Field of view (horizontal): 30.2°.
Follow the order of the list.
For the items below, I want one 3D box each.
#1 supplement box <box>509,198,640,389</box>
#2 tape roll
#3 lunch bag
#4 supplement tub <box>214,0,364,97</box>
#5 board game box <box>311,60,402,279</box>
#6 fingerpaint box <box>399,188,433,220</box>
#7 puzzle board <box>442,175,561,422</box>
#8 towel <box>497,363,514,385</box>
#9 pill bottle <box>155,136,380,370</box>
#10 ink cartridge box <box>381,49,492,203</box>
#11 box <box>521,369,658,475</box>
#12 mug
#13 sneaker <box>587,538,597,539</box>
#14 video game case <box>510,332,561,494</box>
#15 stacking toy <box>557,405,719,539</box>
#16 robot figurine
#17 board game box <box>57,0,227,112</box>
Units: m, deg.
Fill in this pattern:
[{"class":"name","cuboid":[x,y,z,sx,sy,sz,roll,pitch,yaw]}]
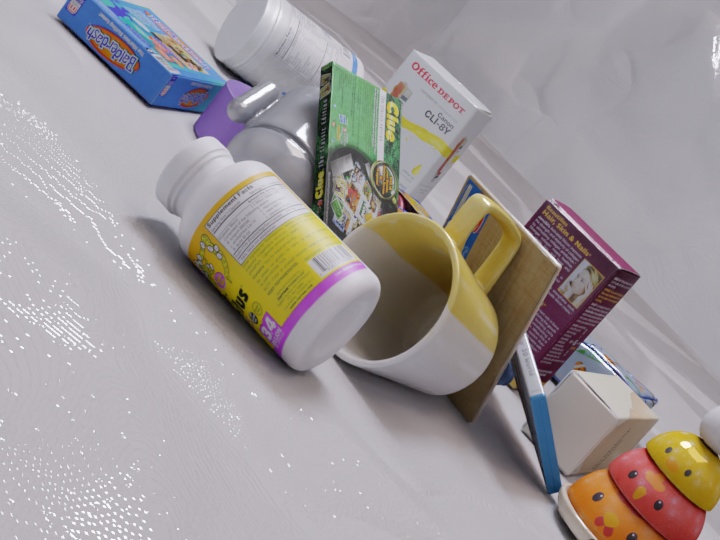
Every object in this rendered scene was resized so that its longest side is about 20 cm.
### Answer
[{"class":"supplement box","cuboid":[0.226,0.033,1.654,0.131,0.200,0.103,47,14,24]},{"class":"tape roll","cuboid":[-0.096,-0.131,1.547,0.199,0.066,0.200,40,12,-10]},{"class":"lunch bag","cuboid":[0.325,0.143,1.876,0.200,0.076,0.160,47,11,25]},{"class":"supplement tub","cuboid":[-0.103,-0.311,1.976,0.199,0.132,0.132,33,15,-30]},{"class":"board game box","cuboid":[-0.002,-0.098,1.328,0.104,0.023,0.203,23,60,-37]},{"class":"fingerpaint box","cuboid":[0.035,-0.049,1.644,0.166,0.074,0.201,32,16,-36]},{"class":"puzzle board","cuboid":[0.115,0.029,1.350,0.017,0.202,0.151,-1,39,-39]},{"class":"towel","cuboid":[0.088,0.055,1.510,0.199,0.049,0.112,37,16,-25]},{"class":"pill bottle","cuboid":[-0.083,-0.019,1.120,0.200,0.105,0.104,45,13,17]},{"class":"ink cartridge box","cuboid":[0.079,-0.210,2.025,0.145,0.201,0.083,44,13,16]},{"class":"box","cuboid":[0.270,0.177,1.549,0.078,0.095,0.199,46,15,22]},{"class":"mug","cuboid":[0.073,0.039,1.259,0.153,0.185,0.151,39,34,-51]},{"class":"sneaker","cuboid":[0.274,0.290,1.214,0.199,0.080,0.074,34,16,-25]},{"class":"video game case","cuboid":[0.172,0.109,1.383,0.201,0.018,0.144,-100,176,-50]},{"class":"stacking toy","cuboid":[0.302,0.204,1.302,0.146,0.201,0.146,38,12,-10]},{"class":"robot figurine","cuboid":[-0.069,-0.114,1.365,0.170,0.112,0.200,51,44,-8]},{"class":"board game box","cuboid":[-0.244,-0.252,1.548,0.152,0.045,0.200,43,13,9]}]
